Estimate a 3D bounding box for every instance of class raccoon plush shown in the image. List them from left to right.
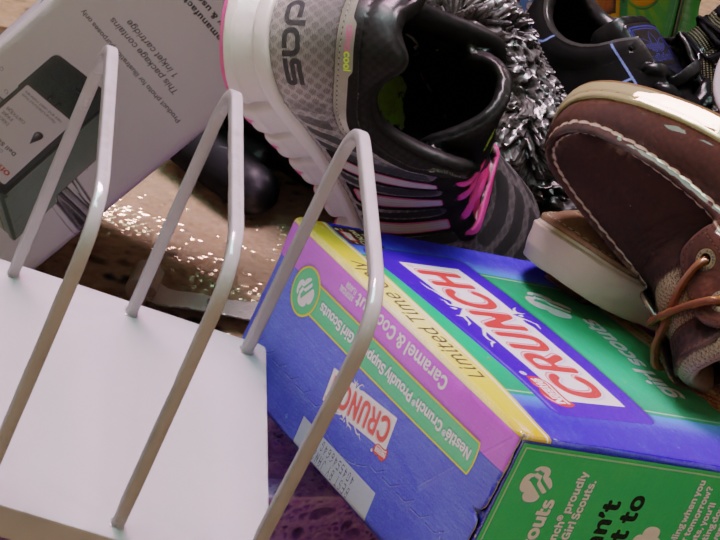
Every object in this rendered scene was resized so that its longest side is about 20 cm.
[{"bbox_3d":[0.076,-0.084,1.124,0.200,0.097,0.134,35,64,-18],"label":"raccoon plush"}]

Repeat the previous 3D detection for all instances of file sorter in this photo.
[{"bbox_3d":[-0.106,-0.002,0.835,0.199,0.125,0.139,18,30,-14],"label":"file sorter"}]

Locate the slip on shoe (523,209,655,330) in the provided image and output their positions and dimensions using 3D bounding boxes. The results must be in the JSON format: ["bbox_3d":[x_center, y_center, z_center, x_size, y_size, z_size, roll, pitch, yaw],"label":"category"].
[{"bbox_3d":[0.146,-0.011,1.018,0.200,0.061,0.076,9,21,-41],"label":"slip on shoe"}]

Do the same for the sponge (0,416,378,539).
[{"bbox_3d":[-0.074,0.069,0.974,0.199,0.030,0.112,1,29,-19],"label":"sponge"}]

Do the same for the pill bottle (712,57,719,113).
[{"bbox_3d":[0.225,-0.022,0.970,0.200,0.119,0.120,48,8,-31],"label":"pill bottle"}]

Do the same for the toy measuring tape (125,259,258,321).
[{"bbox_3d":[0.000,0.000,1.092,0.199,0.074,0.074,11,26,0],"label":"toy measuring tape"}]

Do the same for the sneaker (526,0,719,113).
[{"bbox_3d":[0.142,-0.069,1.186,0.070,0.078,0.200,-13,40,-42],"label":"sneaker"}]

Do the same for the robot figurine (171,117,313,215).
[{"bbox_3d":[-0.012,-0.104,1.230,0.150,0.125,0.200,-16,37,-41],"label":"robot figurine"}]

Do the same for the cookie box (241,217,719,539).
[{"bbox_3d":[0.079,0.061,0.946,0.199,0.075,0.171,10,22,-36],"label":"cookie box"}]

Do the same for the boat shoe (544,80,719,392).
[{"bbox_3d":[0.138,0.012,0.909,0.200,0.072,0.072,43,55,7],"label":"boat shoe"}]

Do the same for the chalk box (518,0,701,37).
[{"bbox_3d":[0.122,-0.158,1.388,0.199,0.125,0.124,11,26,4],"label":"chalk box"}]

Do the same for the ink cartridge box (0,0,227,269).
[{"bbox_3d":[-0.110,-0.084,1.073,0.084,0.200,0.146,48,26,-10],"label":"ink cartridge box"}]

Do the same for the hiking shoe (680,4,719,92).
[{"bbox_3d":[0.173,-0.100,1.311,0.199,0.101,0.076,5,17,-15],"label":"hiking shoe"}]

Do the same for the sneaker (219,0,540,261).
[{"bbox_3d":[0.029,-0.050,0.979,0.087,0.200,0.074,-1,59,36],"label":"sneaker"}]
